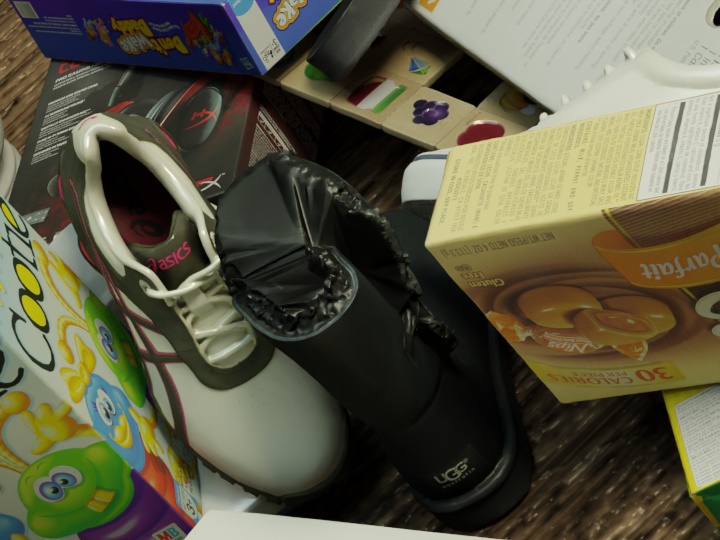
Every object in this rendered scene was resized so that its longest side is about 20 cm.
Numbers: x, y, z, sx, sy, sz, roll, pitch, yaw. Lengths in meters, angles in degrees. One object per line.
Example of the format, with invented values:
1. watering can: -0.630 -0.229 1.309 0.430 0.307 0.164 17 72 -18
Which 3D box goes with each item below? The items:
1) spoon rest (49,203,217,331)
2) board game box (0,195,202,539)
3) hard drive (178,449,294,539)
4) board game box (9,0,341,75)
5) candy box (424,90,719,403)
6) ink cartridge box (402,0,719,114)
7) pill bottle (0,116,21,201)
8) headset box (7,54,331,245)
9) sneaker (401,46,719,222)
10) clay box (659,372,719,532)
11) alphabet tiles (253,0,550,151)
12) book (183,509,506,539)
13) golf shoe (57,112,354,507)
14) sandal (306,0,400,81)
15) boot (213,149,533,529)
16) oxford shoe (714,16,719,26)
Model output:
1. spoon rest: -0.140 0.028 1.149 0.200 0.099 0.061 -39 45 19
2. board game box: -0.169 0.053 1.052 0.105 0.200 0.103 -28 40 14
3. hard drive: -0.120 0.122 1.128 0.200 0.025 0.132 -40 39 -1
4. board game box: -0.078 -0.165 1.238 0.134 0.045 0.200 -46 32 -25
5. candy box: 0.140 -0.011 0.905 0.200 0.115 0.055 -11 49 34
6. ink cartridge box: 0.139 -0.156 1.080 0.198 0.047 0.200 -53 48 6
7. pill bottle: -0.269 -0.084 1.300 0.114 0.200 0.114 -21 42 20
8. headset box: -0.099 -0.062 1.237 0.148 0.075 0.200 -17 39 23
9. sneaker: 0.112 -0.054 0.984 0.200 0.073 0.071 -4 71 27
10. clay box: 0.176 0.008 0.988 0.115 0.048 0.200 -27 40 17
11. alphabet tiles: 0.061 -0.133 1.187 0.167 0.008 0.200 25 53 34
12. book: -0.002 0.156 0.937 0.200 0.048 0.134 1 26 28
13. golf shoe: -0.074 0.019 1.045 0.077 0.200 0.088 -35 -4 -4
14. sandal: 0.029 -0.185 1.150 0.200 0.043 0.076 -57 7 -17
15. boot: 0.000 0.000 1.038 0.076 0.168 0.200 -30 40 11
16. oxford shoe: 0.206 -0.174 1.122 0.071 0.071 0.200 15 65 43
